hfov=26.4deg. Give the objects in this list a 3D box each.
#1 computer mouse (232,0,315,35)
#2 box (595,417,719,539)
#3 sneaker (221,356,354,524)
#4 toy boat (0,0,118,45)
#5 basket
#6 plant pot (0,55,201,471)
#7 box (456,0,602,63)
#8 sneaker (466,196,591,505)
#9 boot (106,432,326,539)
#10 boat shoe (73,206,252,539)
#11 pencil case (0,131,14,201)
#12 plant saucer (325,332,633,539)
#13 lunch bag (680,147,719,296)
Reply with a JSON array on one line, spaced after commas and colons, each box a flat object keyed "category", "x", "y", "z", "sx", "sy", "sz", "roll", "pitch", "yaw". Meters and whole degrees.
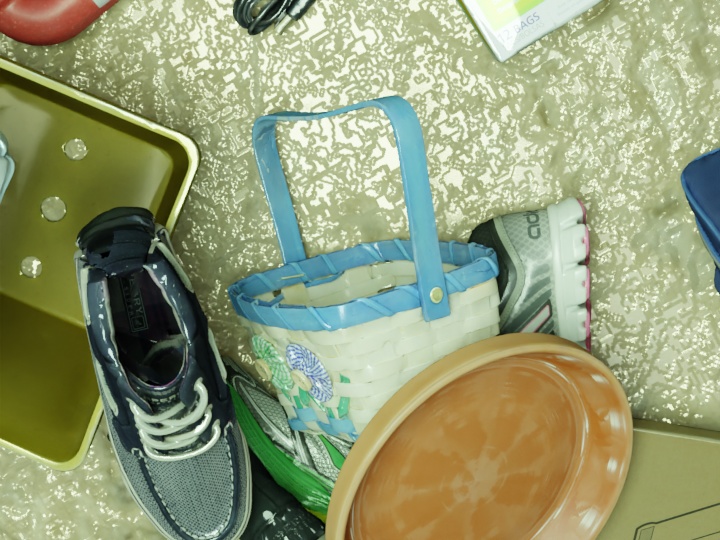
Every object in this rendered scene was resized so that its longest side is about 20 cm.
[{"category": "computer mouse", "x": -0.077, "y": -0.214, "z": 0.899, "sx": 0.110, "sy": 0.200, "sz": 0.044, "roll": -44, "pitch": 56, "yaw": 13}, {"category": "box", "x": 0.233, "y": 0.179, "z": 0.983, "sx": 0.198, "sy": 0.021, "sz": 0.165, "roll": 9, "pitch": 114, "yaw": 0}, {"category": "sneaker", "x": -0.031, "y": 0.129, "z": 0.998, "sx": 0.200, "sy": 0.078, "sz": 0.085, "roll": 44, "pitch": 62, "yaw": 3}, {"category": "toy boat", "x": -0.173, "y": -0.229, "z": 0.913, "sx": 0.200, "sy": 0.131, "sz": 0.131, "roll": -38, "pitch": 95, "yaw": 8}, {"category": "basket", "x": 0.000, "y": 0.000, "z": 0.910, "sx": 0.138, "sy": 0.176, "sz": 0.202, "roll": -13, "pitch": 97, "yaw": -27}, {"category": "plant pot", "x": -0.205, "y": -0.027, "z": 0.922, "sx": 0.199, "sy": 0.176, "sz": 0.201, "roll": 23, "pitch": 100, "yaw": 1}, {"category": "box", "x": 0.076, "y": -0.237, "z": 0.911, "sx": 0.112, "sy": 0.101, "sz": 0.201, "roll": -31, "pitch": 96, "yaw": 7}, {"category": "sneaker", "x": 0.102, "y": 0.054, "z": 0.971, "sx": 0.087, "sy": 0.074, "sz": 0.202, "roll": 0, "pitch": 99, "yaw": 9}, {"category": "boot", "x": -0.096, "y": 0.154, "z": 0.959, "sx": 0.073, "sy": 0.204, "sz": 0.154, "roll": -38, "pitch": 86, "yaw": -33}, {"category": "boat shoe", "x": -0.103, "y": 0.072, "z": 0.803, "sx": 0.074, "sy": 0.093, "sz": 0.201, "roll": -20, "pitch": 107, "yaw": -5}, {"category": "pencil case", "x": -0.245, "y": 0.014, "z": 0.800, "sx": 0.090, "sy": 0.083, "sz": 0.201, "roll": 16, "pitch": 99, "yaw": 3}, {"category": "plant saucer", "x": 0.068, "y": 0.124, "z": 0.886, "sx": 0.199, "sy": 0.032, "sz": 0.202, "roll": -15, "pitch": 125, "yaw": -23}, {"category": "lunch bag", "x": 0.272, "y": -0.019, "z": 0.890, "sx": 0.135, "sy": 0.200, "sz": 0.133, "roll": -22, "pitch": 115, "yaw": 5}]
